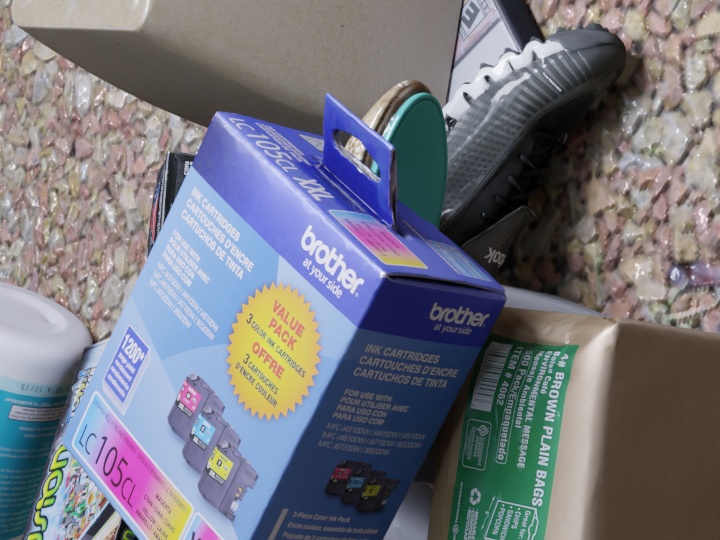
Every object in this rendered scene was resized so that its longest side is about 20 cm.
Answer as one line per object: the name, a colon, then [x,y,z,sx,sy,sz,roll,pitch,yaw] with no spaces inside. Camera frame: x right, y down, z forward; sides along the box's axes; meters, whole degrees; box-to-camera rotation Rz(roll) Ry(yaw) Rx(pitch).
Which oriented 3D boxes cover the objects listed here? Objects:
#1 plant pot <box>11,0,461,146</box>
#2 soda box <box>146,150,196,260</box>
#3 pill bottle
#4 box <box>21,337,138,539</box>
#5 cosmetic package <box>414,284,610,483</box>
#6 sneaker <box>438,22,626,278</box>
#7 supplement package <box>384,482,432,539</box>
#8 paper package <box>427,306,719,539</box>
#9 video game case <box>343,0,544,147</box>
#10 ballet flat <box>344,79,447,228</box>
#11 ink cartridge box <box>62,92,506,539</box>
plant pot: [-0.071,-0.181,1.212,0.199,0.177,0.201,10,90,51]
soda box: [-0.080,-0.025,1.245,0.200,0.070,0.064,179,98,-83]
pill bottle: [-0.254,0.114,1.466,0.111,0.111,0.201,37,112,46]
box: [-0.150,0.128,1.343,0.110,0.035,0.201,-21,46,46]
cosmetic package: [0.049,0.049,1.047,0.107,0.199,0.091,25,103,49]
sneaker: [0.062,-0.042,1.143,0.200,0.066,0.091,-35,68,19]
supplement package: [-0.039,0.199,1.165,0.110,0.114,0.200,50,116,25]
paper package: [0.122,0.125,0.956,0.103,0.190,0.201,5,86,50]
video game case: [0.010,-0.131,1.262,0.181,0.025,0.200,-48,50,34]
ballet flat: [0.000,0.000,1.103,0.065,0.070,0.201,23,116,42]
ink cartridge box: [-0.029,0.028,0.937,0.136,0.076,0.200,42,112,42]
